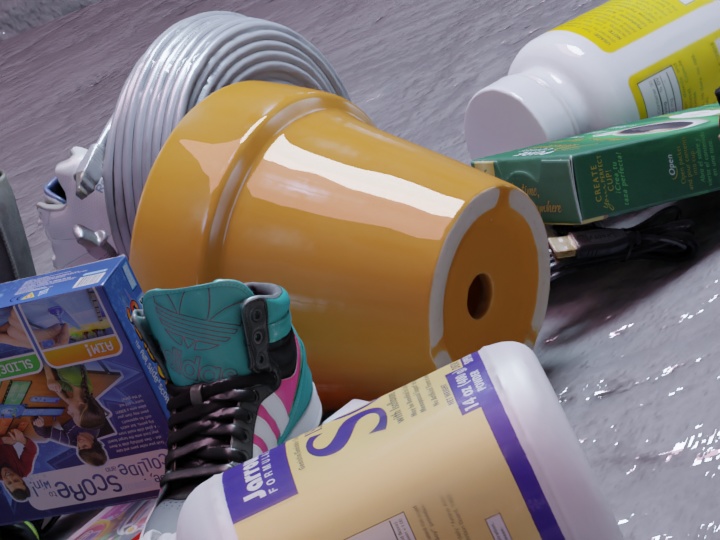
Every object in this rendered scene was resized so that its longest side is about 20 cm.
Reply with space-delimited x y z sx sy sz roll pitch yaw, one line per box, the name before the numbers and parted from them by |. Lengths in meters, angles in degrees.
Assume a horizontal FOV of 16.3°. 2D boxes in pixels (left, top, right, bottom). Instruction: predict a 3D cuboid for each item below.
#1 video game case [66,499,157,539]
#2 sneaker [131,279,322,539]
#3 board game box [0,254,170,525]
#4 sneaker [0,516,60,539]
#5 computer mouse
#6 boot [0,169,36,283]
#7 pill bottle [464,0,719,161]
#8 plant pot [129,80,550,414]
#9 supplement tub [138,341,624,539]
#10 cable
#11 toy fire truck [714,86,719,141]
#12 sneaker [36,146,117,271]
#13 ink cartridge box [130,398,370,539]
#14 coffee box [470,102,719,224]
video game case | -0.075 0.132 1.442 0.199 0.018 0.143 -8 23 47
sneaker | -0.076 0.067 1.262 0.083 0.121 0.200 -9 26 18
board game box | -0.191 0.075 1.397 0.199 0.136 0.034 -12 25 27
sneaker | -0.213 0.161 1.500 0.082 0.071 0.200 -1 28 30
computer mouse | 0.115 -0.012 1.555 0.109 0.044 0.200 -16 9 -22
boot | -0.258 0.028 1.731 0.072 0.201 0.181 -35 18 -31
pill bottle | 0.166 -0.118 1.663 0.200 0.112 0.111 -28 14 -35
plant pot | 0.000 0.000 1.434 0.183 0.201 0.200 10 35 35
supplement tub | 0.010 0.133 1.067 0.199 0.146 0.145 -25 15 1
cable | -0.076 -0.061 1.547 0.069 0.200 0.201 0 60 37
toy fire truck | 0.299 -0.071 1.363 0.175 0.129 0.200 -25 5 3
sneaker | -0.170 -0.024 1.638 0.075 0.087 0.200 -55 -1 -30
ink cartridge box | -0.060 0.134 1.310 0.173 0.044 0.200 11 38 44
coffee box | 0.181 -0.068 1.538 0.199 0.044 0.123 -14 8 -28
